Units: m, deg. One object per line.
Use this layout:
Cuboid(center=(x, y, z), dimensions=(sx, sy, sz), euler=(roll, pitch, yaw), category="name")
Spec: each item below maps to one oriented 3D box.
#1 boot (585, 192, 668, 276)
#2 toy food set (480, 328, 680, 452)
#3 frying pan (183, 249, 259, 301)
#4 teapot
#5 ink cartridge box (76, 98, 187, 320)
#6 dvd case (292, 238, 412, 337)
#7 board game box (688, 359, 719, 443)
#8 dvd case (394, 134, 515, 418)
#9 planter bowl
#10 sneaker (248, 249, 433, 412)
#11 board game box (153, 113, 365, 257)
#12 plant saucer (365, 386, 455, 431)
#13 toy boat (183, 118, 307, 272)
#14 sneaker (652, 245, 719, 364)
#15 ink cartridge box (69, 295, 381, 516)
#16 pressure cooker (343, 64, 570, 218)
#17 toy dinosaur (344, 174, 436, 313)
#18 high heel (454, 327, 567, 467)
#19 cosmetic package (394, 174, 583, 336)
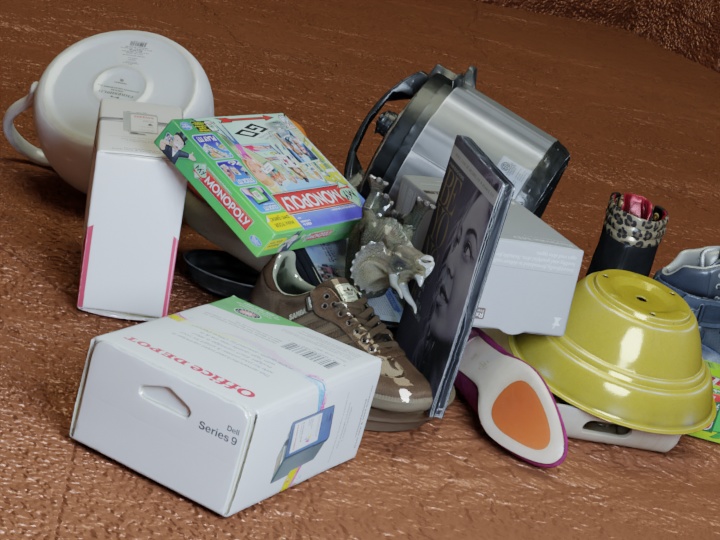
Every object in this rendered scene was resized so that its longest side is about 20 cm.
Cuboid(center=(0.269, -0.005, 1.943), dimensions=(0.073, 0.152, 0.200), euler=(18, 16, 9), category="boot")
Cuboid(center=(0.189, 0.096, 1.696), dimensions=(0.142, 0.061, 0.200), euler=(10, 17, -20), category="toy food set")
Cuboid(center=(-0.079, 0.017, 1.736), dimensions=(0.189, 0.031, 0.115), euler=(21, 13, 20), category="frying pan")
Cuboid(center=(-0.243, -0.139, 1.923), dimensions=(0.196, 0.147, 0.200), euler=(-27, 56, -19), category="teapot")
Cuboid(center=(-0.203, -0.058, 1.671), dimensions=(0.082, 0.148, 0.200), euler=(7, 17, -9), category="ink cartridge box")
Cuboid(center=(0.000, 0.000, 1.696), dimensions=(0.199, 0.018, 0.143), euler=(11, 44, -57), category="dvd case")
Cuboid(center=(0.400, 0.142, 1.773), dimensions=(0.198, 0.048, 0.102), euler=(15, 17, -2), category="board game box")
Cuboid(center=(0.073, 0.002, 1.543), dimensions=(0.016, 0.201, 0.149), euler=(13, 16, -15), category="dvd case")
Cuboid(center=(0.237, 0.056, 1.659), dimensions=(0.199, 0.084, 0.201), euler=(16, 24, -7), category="planter bowl")
Cuboid(center=(-0.018, 0.048, 1.526), dimensions=(0.199, 0.076, 0.070), euler=(27, 19, 34), category="sneaker")
Cuboid(center=(-0.077, -0.077, 1.612), dimensions=(0.135, 0.029, 0.200), euler=(46, 22, 13), category="board game box")
Cuboid(center=(-0.018, 0.088, 1.584), dimensions=(0.198, 0.030, 0.200), euler=(14, 16, -4), category="plant saucer")
Cuboid(center=(-0.096, -0.084, 1.763), dimensions=(0.130, 0.131, 0.200), euler=(32, 5, -16), category="toy boat")
Cuboid(center=(0.373, 0.059, 1.849), dimensions=(0.201, 0.147, 0.077), euler=(17, 14, -2), category="sneaker")
Cuboid(center=(-0.096, 0.094, 1.381), dimensions=(0.144, 0.088, 0.200), euler=(22, 15, 22), category="ink cartridge box")
Cuboid(center=(0.088, -0.098, 1.853), dimensions=(0.199, 0.179, 0.176), euler=(31, 39, 7), category="pressure cooker")
Cuboid(center=(0.013, -0.016, 1.606), dimensions=(0.077, 0.103, 0.200), euler=(28, -14, -8), category="toy dinosaur")
Cuboid(center=(0.128, 0.109, 1.609), dimensions=(0.200, 0.067, 0.096), euler=(54, 4, 39), category="high heel")
Cuboid(center=(0.106, -0.015, 1.658), dimensions=(0.106, 0.091, 0.200), euler=(6, 13, -23), category="cosmetic package")
